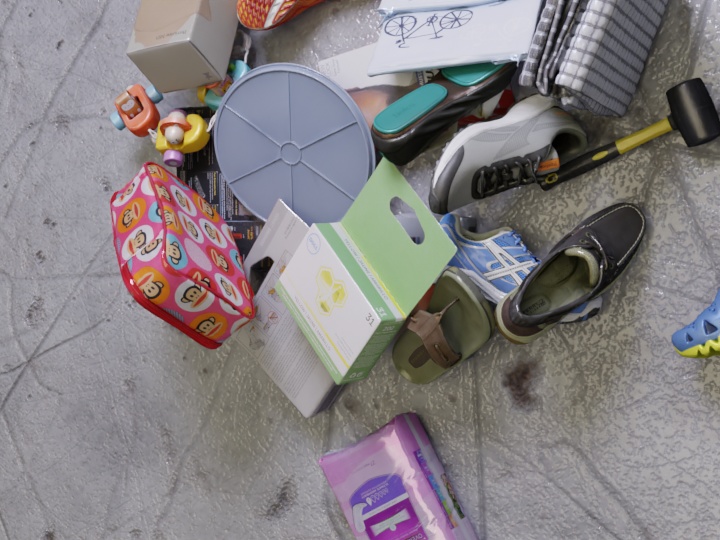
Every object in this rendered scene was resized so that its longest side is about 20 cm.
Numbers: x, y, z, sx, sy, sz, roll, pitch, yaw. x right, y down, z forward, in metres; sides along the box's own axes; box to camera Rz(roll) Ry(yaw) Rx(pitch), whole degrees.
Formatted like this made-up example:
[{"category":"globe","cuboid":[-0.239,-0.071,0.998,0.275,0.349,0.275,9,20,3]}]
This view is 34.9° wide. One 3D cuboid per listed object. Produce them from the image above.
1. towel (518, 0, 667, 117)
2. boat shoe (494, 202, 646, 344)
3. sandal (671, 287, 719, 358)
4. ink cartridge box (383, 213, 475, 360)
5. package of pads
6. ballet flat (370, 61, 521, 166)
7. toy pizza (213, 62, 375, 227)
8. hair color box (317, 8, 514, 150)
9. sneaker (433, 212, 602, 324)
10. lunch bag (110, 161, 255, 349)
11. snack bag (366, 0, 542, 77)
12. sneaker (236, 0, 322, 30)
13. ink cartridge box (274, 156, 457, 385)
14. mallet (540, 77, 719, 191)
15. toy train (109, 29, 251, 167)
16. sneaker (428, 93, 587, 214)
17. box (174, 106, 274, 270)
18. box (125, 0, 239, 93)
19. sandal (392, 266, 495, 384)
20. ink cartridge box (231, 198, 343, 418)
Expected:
[{"category":"towel","cuboid":[0.227,-0.240,1.116,0.085,0.200,0.166,24,102,24]},{"category":"boat shoe","cuboid":[0.221,-0.001,1.153,0.201,0.066,0.072,-38,86,-16]},{"category":"sandal","cuboid":[0.389,0.016,1.123,0.200,0.079,0.087,-35,74,15]},{"category":"ink cartridge box","cuboid":[0.032,0.016,1.308,0.199,0.050,0.163,2,93,23]},{"category":"package of pads","cuboid":[0.048,0.274,1.298,0.120,0.076,0.201,-32,79,27]},{"category":"ballet flat","cuboid":[0.096,-0.177,1.181,0.200,0.069,0.068,-35,47,-9]},{"category":"toy pizza","cuboid":[-0.073,-0.137,1.291,0.199,0.032,0.201,10,117,20]},{"category":"hair color box","cuboid":[0.061,-0.206,1.275,0.199,0.064,0.112,-14,88,27]},{"category":"sneaker","cuboid":[0.161,0.000,1.204,0.199,0.076,0.077,17,103,0]},{"category":"lunch bag","cuboid":[-0.190,-0.013,1.282,0.082,0.176,0.200,-40,40,16]},{"category":"snack bag","cuboid":[0.103,-0.280,1.208,0.188,0.021,0.201,-2,50,25]},{"category":"sneaker","cuboid":[-0.054,-0.343,1.324,0.199,0.077,0.073,-24,100,9]},{"category":"ink cartridge box","cuboid":[0.000,0.000,1.197,0.146,0.048,0.200,55,131,28]},{"category":"mallet","cuboid":[0.279,-0.122,1.191,0.200,0.041,0.066,-33,80,28]},{"category":"toy train","cuboid":[-0.213,-0.212,1.364,0.199,0.056,0.151,-32,58,10]},{"category":"sneaker","cuboid":[0.150,-0.114,1.169,0.079,0.200,0.074,41,151,33]},{"category":"box","cuboid":[-0.147,-0.100,1.389,0.157,0.050,0.201,0,93,26]},{"category":"box","cuboid":[-0.195,-0.313,1.336,0.094,0.078,0.201,-7,57,25]},{"category":"sandal","cuboid":[0.079,0.071,1.190,0.080,0.057,0.201,48,143,14]},{"category":"ink cartridge box","cuboid":[-0.065,0.042,1.332,0.176,0.045,0.200,45,124,19]}]
